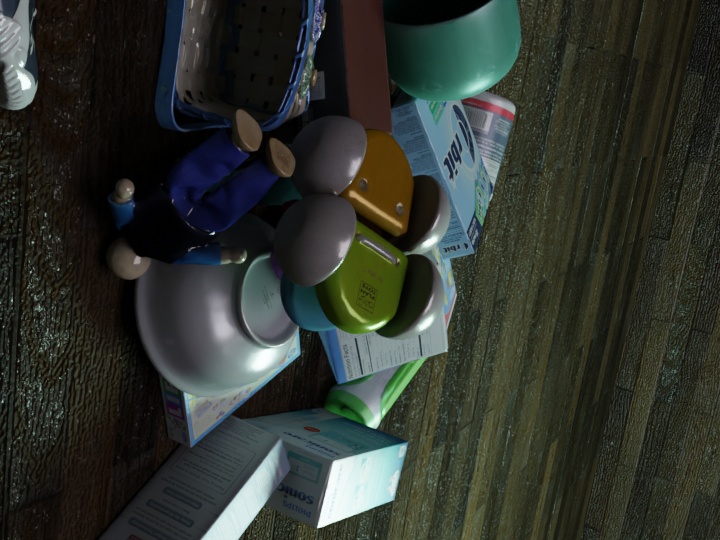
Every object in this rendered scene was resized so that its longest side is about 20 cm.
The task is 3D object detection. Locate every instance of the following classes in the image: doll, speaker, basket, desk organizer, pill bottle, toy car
[{"bbox_3d":[-0.147,-0.048,0.780,0.136,0.199,0.049,37,31,-36],"label":"doll"},{"bbox_3d":[0.030,0.144,1.282,0.200,0.088,0.089,-48,143,-39],"label":"speaker"},{"bbox_3d":[-0.111,-0.210,0.786,0.200,0.138,0.178,-16,118,-65],"label":"basket"},{"bbox_3d":[-0.023,-0.229,0.897,0.077,0.071,0.202,-9,95,-54],"label":"desk organizer"},{"bbox_3d":[0.140,-0.153,1.290,0.119,0.119,0.201,9,97,-62],"label":"pill bottle"},{"bbox_3d":[-0.018,-0.029,0.834,0.175,0.149,0.201,32,53,-37],"label":"toy car"}]

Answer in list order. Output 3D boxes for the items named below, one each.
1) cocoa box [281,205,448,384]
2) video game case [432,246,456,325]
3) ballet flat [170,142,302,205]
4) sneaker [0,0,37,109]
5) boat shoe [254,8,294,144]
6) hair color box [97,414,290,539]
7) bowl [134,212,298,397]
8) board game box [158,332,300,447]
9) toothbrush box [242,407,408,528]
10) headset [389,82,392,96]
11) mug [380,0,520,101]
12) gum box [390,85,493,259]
[{"bbox_3d":[0.000,0.000,1.004,0.130,0.200,0.134,-16,130,-7],"label":"cocoa box"},{"bbox_3d":[0.086,-0.025,1.127,0.143,0.017,0.201,-63,143,-61],"label":"video game case"},{"bbox_3d":[-0.117,-0.102,0.905,0.200,0.072,0.073,-16,118,-58],"label":"ballet flat"},{"bbox_3d":[-0.228,-0.223,0.629,0.129,0.079,0.200,-33,122,-39],"label":"sneaker"},{"bbox_3d":[-0.056,-0.186,0.970,0.072,0.070,0.202,-45,138,-33],"label":"boat shoe"},{"bbox_3d":[-0.173,0.248,0.955,0.200,0.099,0.061,-49,144,-38],"label":"hair color box"},{"bbox_3d":[-0.118,0.028,0.894,0.201,0.090,0.203,1,89,-54],"label":"bowl"},{"bbox_3d":[-0.140,0.082,0.996,0.200,0.034,0.135,-38,136,-47],"label":"board game box"},{"bbox_3d":[-0.053,0.237,1.117,0.200,0.146,0.086,5,99,-60],"label":"toothbrush box"},{"bbox_3d":[0.044,-0.171,1.134,0.200,0.094,0.124,48,61,-39],"label":"headset"},{"bbox_3d":[0.085,-0.260,0.979,0.152,0.185,0.115,-38,134,-17],"label":"mug"},{"bbox_3d":[0.100,-0.143,1.099,0.201,0.044,0.170,66,26,-25],"label":"gum box"}]
